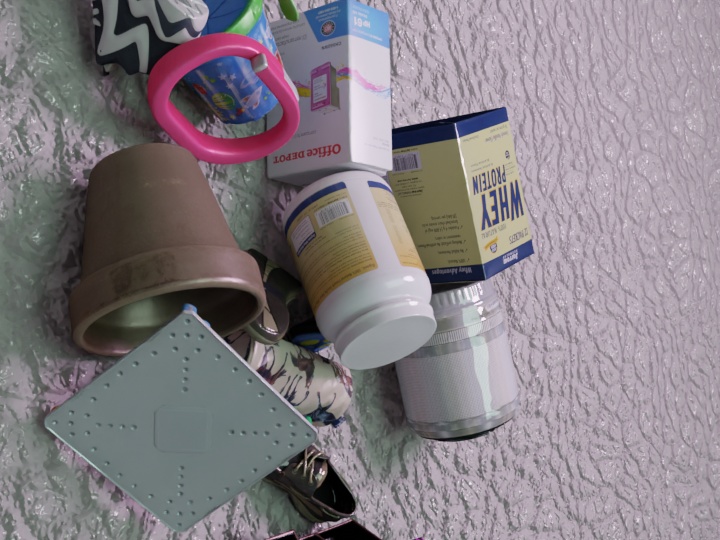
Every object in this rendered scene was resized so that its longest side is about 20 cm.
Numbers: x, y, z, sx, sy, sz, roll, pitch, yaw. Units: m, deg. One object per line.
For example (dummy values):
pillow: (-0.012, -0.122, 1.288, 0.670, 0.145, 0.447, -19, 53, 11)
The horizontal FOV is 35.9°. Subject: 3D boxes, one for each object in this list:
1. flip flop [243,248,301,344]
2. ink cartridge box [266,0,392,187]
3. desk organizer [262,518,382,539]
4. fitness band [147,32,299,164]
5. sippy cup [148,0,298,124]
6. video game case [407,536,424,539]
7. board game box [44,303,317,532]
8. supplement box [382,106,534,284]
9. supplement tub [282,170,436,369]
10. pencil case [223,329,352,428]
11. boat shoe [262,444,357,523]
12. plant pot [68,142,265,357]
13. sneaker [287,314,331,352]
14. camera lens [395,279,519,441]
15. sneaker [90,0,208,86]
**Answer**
flip flop: (-0.114, 0.036, 1.271, 0.081, 0.058, 0.201, 34, 20, -15)
ink cartridge box: (-0.040, -0.214, 1.370, 0.084, 0.143, 0.204, 5, 81, -50)
desk organizer: (-0.059, 0.339, 1.290, 0.198, 0.077, 0.072, -8, 58, -45)
fitness band: (-0.144, -0.179, 1.195, 0.200, 0.142, 0.038, 48, 21, -61)
sippy cup: (-0.150, -0.242, 1.259, 0.141, 0.175, 0.131, -99, 164, -45)
video game case: (-0.023, 0.402, 1.296, 0.180, 0.036, 0.201, 2, 128, -50)
board game box: (-0.176, 0.152, 1.107, 0.200, 0.199, 0.026, 46, 18, -26)
supplement box: (0.102, -0.095, 1.489, 0.133, 0.198, 0.203, -23, 104, -49)
supplement tub: (0.000, 0.000, 1.319, 0.143, 0.144, 0.202, 13, 48, -49)
pencil case: (-0.094, 0.128, 1.310, 0.199, 0.077, 0.091, 29, 85, -45)
boat shoe: (-0.068, 0.233, 1.332, 0.200, 0.072, 0.075, 49, 50, -36)
plant pot: (-0.208, -0.027, 1.124, 0.199, 0.199, 0.177, 7, 62, -50)
sneaker: (-0.034, 0.041, 1.418, 0.083, 0.071, 0.199, 52, 47, -3)
camera lens: (0.125, 0.118, 1.509, 0.159, 0.158, 0.204, -21, 102, -50)
sneaker: (-0.263, -0.274, 1.158, 0.198, 0.130, 0.080, 37, 27, -1)
